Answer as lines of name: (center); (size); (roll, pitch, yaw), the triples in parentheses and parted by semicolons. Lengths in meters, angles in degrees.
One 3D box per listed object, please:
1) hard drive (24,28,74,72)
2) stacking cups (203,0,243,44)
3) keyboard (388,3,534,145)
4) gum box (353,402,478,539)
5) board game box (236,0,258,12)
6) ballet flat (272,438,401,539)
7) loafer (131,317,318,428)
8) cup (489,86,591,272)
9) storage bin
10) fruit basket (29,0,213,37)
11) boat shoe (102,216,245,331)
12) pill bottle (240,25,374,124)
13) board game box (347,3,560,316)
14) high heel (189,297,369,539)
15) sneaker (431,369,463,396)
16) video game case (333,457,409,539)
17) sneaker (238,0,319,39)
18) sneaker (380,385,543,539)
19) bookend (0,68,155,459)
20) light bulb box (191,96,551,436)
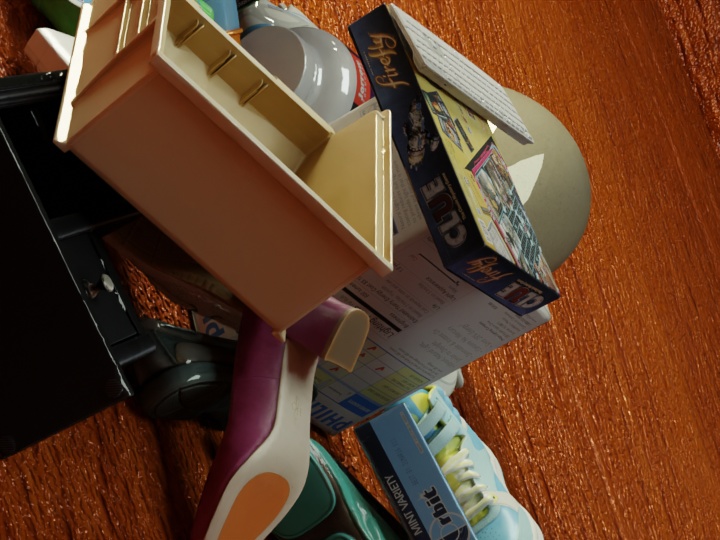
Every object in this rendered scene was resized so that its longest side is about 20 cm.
hard drive: (-0.128, -0.083, 1.588); (0.132, 0.027, 0.200); (16, 26, -51)
stacking cups: (-0.117, -0.204, 1.840); (0.060, 0.060, 0.201); (-33, 114, -72)
keyboard: (0.074, -0.139, 1.699); (0.200, 0.011, 0.057); (28, 37, -61)
gum box: (0.054, 0.183, 1.720); (0.171, 0.044, 0.200); (62, -2, 6)
board game box: (-0.109, -0.369, 1.950); (0.200, 0.199, 0.201); (41, 28, -49)
ballet flat: (-0.024, 0.169, 1.645); (0.200, 0.067, 0.070); (52, 17, -10)
loafer: (-0.093, 0.065, 1.616); (0.063, 0.072, 0.200); (62, 19, 18)
cup: (0.089, -0.047, 2.092); (0.201, 0.199, 0.143); (59, 31, -12)
storage bin: (-0.079, -0.093, 1.470); (0.200, 0.094, 0.199); (41, 26, -25)
fruit basket: (-0.180, -0.224, 1.736); (0.185, 0.093, 0.201); (40, 26, -49)
boat shoe: (-0.120, -0.008, 1.610); (0.199, 0.069, 0.071); (35, 61, -5)
pill bottle: (-0.031, -0.131, 1.976); (0.200, 0.112, 0.113); (33, 35, -57)
board game box: (0.066, -0.075, 1.651); (0.135, 0.034, 0.201); (30, 34, -58)
high heel: (-0.076, 0.094, 1.539); (0.096, 0.201, 0.067); (24, -2, 41)
sneaker: (0.045, 0.078, 1.973); (0.200, 0.075, 0.082); (-17, 90, -71)
video game case: (0.033, 0.261, 1.755); (0.200, 0.022, 0.183); (48, 24, -38)
sneaker: (-0.049, -0.190, 2.080); (0.200, 0.075, 0.087); (36, 27, -55)
sneaker: (0.069, 0.168, 1.873); (0.131, 0.079, 0.200); (51, 3, -30)
bookend: (-0.183, -0.012, 1.433); (0.201, 0.092, 0.199); (64, 18, 1)
light bulb box: (0.000, 0.000, 1.742); (0.198, 0.199, 0.125); (37, 30, -53)
